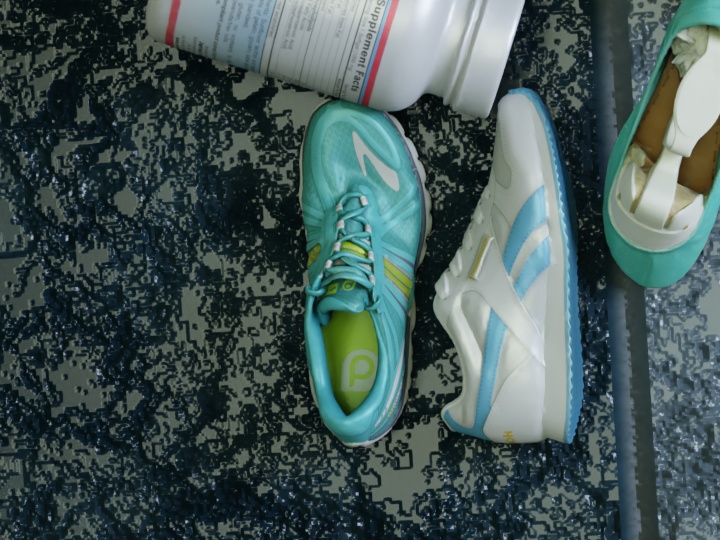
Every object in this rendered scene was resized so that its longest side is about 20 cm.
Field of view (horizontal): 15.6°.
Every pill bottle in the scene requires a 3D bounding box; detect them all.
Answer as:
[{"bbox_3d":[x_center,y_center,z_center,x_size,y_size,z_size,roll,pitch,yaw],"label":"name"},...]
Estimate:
[{"bbox_3d":[-0.012,-0.153,1.470,0.199,0.109,0.109,17,94,0],"label":"pill bottle"}]

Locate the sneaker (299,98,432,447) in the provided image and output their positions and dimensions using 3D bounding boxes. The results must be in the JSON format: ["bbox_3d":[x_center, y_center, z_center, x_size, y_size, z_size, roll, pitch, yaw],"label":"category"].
[{"bbox_3d":[0.000,0.000,1.491,0.077,0.080,0.201,-3,90,9],"label":"sneaker"}]

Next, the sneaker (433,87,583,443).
[{"bbox_3d":[0.082,-0.003,1.480,0.080,0.076,0.201,-1,89,11],"label":"sneaker"}]

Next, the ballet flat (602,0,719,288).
[{"bbox_3d":[0.170,-0.067,1.428,0.067,0.070,0.201,22,121,11],"label":"ballet flat"}]
